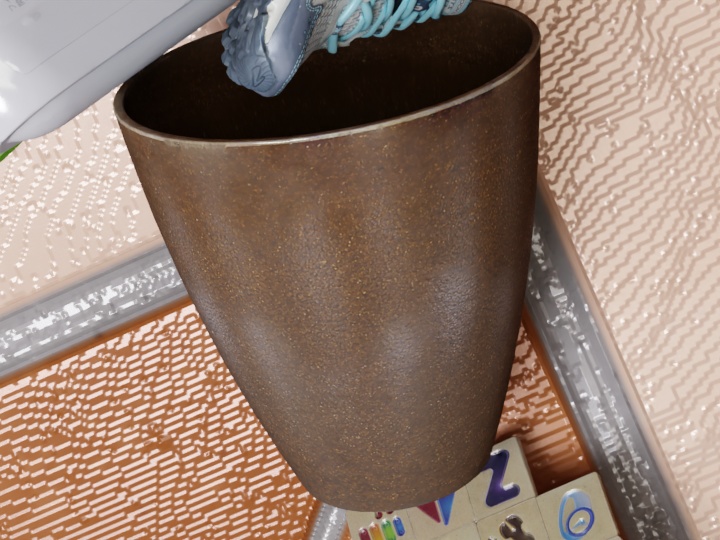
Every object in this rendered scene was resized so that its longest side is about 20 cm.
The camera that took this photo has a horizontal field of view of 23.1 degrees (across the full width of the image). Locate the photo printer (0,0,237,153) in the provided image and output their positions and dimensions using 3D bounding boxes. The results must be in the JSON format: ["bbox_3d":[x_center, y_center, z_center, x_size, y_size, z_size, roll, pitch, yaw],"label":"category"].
[{"bbox_3d":[-0.143,-0.156,0.770,0.167,0.069,0.200,50,59,-4],"label":"photo printer"}]

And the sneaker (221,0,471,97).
[{"bbox_3d":[0.014,-0.139,0.762,0.086,0.200,0.078,37,145,-7],"label":"sneaker"}]

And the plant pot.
[{"bbox_3d":[0.000,0.000,0.799,0.186,0.187,0.201,-7,114,6],"label":"plant pot"}]

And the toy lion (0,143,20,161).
[{"bbox_3d":[-0.255,-0.111,0.851,0.200,0.069,0.192,42,108,-4],"label":"toy lion"}]

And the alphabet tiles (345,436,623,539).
[{"bbox_3d":[0.060,0.187,0.836,0.166,0.006,0.201,-26,62,18],"label":"alphabet tiles"}]
